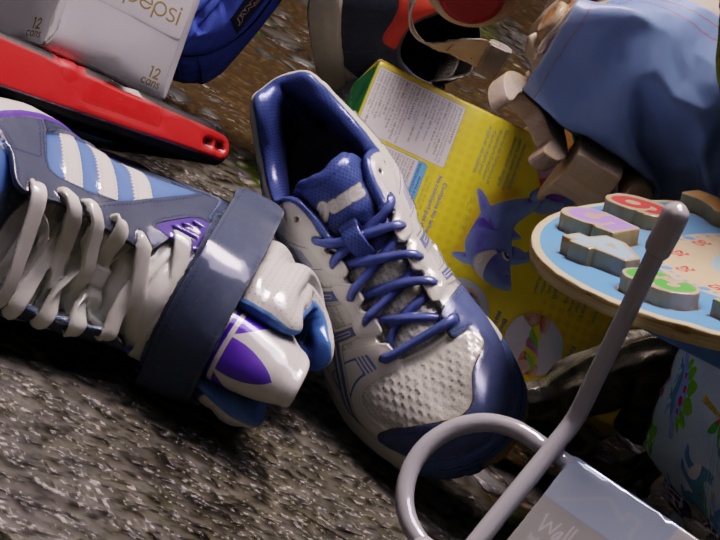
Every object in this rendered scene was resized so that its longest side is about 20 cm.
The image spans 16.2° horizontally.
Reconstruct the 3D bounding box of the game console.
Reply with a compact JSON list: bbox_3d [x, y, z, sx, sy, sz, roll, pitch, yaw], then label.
[{"bbox_3d":[-0.172,-0.081,1.068,0.177,0.031,0.200,23,-6,-32],"label":"game console"}]

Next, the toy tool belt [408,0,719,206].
[{"bbox_3d":[0.117,-0.083,1.122,0.200,0.125,0.123,24,30,-11],"label":"toy tool belt"}]

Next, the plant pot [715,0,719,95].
[{"bbox_3d":[0.255,-0.093,1.047,0.190,0.200,0.200,-1,25,-15],"label":"plant pot"}]

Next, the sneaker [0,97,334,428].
[{"bbox_3d":[-0.088,0.002,0.961,0.146,0.081,0.200,30,10,25],"label":"sneaker"}]

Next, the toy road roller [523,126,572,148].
[{"bbox_3d":[0.189,-0.048,1.460,0.123,0.146,0.200,9,25,-50],"label":"toy road roller"}]

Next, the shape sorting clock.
[{"bbox_3d":[0.165,0.001,0.987,0.200,0.039,0.200,10,19,-3],"label":"shape sorting clock"}]

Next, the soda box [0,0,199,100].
[{"bbox_3d":[-0.155,-0.123,1.091,0.068,0.064,0.200,24,-6,-41],"label":"soda box"}]

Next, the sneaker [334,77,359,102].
[{"bbox_3d":[0.038,-0.020,1.294,0.082,0.077,0.200,35,13,-48],"label":"sneaker"}]

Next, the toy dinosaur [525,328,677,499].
[{"bbox_3d":[0.135,0.049,1.118,0.088,0.200,0.048,64,5,-45],"label":"toy dinosaur"}]

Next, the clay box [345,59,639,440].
[{"bbox_3d":[0.071,-0.002,1.178,0.200,0.115,0.048,26,-18,-12],"label":"clay box"}]

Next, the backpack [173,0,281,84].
[{"bbox_3d":[-0.113,-0.188,1.260,0.168,0.163,0.200,30,-7,6],"label":"backpack"}]

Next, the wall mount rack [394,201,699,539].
[{"bbox_3d":[0.109,0.085,0.879,0.200,0.174,0.075,34,-14,21],"label":"wall mount rack"}]

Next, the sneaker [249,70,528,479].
[{"bbox_3d":[0.000,0.000,1.046,0.200,0.075,0.088,57,-3,40],"label":"sneaker"}]

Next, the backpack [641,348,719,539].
[{"bbox_3d":[0.217,0.103,1.017,0.183,0.147,0.200,9,18,-13],"label":"backpack"}]

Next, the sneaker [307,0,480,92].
[{"bbox_3d":[0.023,-0.111,1.376,0.084,0.075,0.200,8,-20,8],"label":"sneaker"}]
